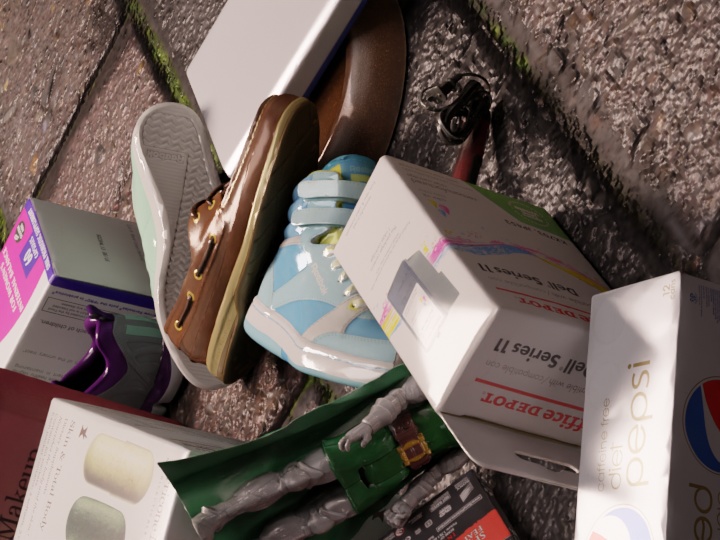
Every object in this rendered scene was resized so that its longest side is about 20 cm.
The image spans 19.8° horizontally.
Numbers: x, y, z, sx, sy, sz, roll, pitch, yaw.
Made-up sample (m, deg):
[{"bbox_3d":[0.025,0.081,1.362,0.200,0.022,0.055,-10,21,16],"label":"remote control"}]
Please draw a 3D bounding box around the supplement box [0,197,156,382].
[{"bbox_3d":[-0.238,0.060,1.562,0.200,0.103,0.101,-60,35,25],"label":"supplement box"}]

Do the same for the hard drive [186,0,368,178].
[{"bbox_3d":[-0.047,-0.174,1.377,0.200,0.025,0.132,-56,36,27],"label":"hard drive"}]

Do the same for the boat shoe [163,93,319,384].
[{"bbox_3d":[-0.081,-0.025,1.322,0.068,0.072,0.200,26,116,18],"label":"boat shoe"}]

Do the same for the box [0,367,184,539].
[{"bbox_3d":[-0.221,0.147,1.386,0.128,0.200,0.109,-69,19,8],"label":"box"}]

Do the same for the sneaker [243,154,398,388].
[{"bbox_3d":[0.000,0.000,1.231,0.200,0.079,0.131,23,98,58],"label":"sneaker"}]

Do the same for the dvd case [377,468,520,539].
[{"bbox_3d":[0.039,0.206,1.059,0.146,0.022,0.200,-38,34,4],"label":"dvd case"}]

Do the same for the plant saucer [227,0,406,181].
[{"bbox_3d":[-0.038,-0.110,1.389,0.200,0.032,0.200,-29,54,49],"label":"plant saucer"}]

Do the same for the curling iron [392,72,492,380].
[{"bbox_3d":[0.042,-0.026,1.178,0.026,0.050,0.200,-21,50,53],"label":"curling iron"}]

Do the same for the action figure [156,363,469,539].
[{"bbox_3d":[0.005,0.103,1.119,0.200,0.118,0.055,-31,32,-4],"label":"action figure"}]

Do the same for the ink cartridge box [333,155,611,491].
[{"bbox_3d":[0.077,0.028,1.055,0.067,0.117,0.200,-61,33,20],"label":"ink cartridge box"}]

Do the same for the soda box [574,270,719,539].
[{"bbox_3d":[0.145,0.107,0.964,0.068,0.064,0.200,-18,61,54],"label":"soda box"}]

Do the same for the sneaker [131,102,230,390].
[{"bbox_3d":[-0.115,-0.007,1.446,0.118,0.074,0.201,113,146,-75],"label":"sneaker"}]

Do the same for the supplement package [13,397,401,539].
[{"bbox_3d":[-0.102,0.177,1.243,0.200,0.151,0.152,10,84,59],"label":"supplement package"}]

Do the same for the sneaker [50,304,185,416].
[{"bbox_3d":[-0.198,0.117,1.484,0.074,0.087,0.200,38,109,57],"label":"sneaker"}]
